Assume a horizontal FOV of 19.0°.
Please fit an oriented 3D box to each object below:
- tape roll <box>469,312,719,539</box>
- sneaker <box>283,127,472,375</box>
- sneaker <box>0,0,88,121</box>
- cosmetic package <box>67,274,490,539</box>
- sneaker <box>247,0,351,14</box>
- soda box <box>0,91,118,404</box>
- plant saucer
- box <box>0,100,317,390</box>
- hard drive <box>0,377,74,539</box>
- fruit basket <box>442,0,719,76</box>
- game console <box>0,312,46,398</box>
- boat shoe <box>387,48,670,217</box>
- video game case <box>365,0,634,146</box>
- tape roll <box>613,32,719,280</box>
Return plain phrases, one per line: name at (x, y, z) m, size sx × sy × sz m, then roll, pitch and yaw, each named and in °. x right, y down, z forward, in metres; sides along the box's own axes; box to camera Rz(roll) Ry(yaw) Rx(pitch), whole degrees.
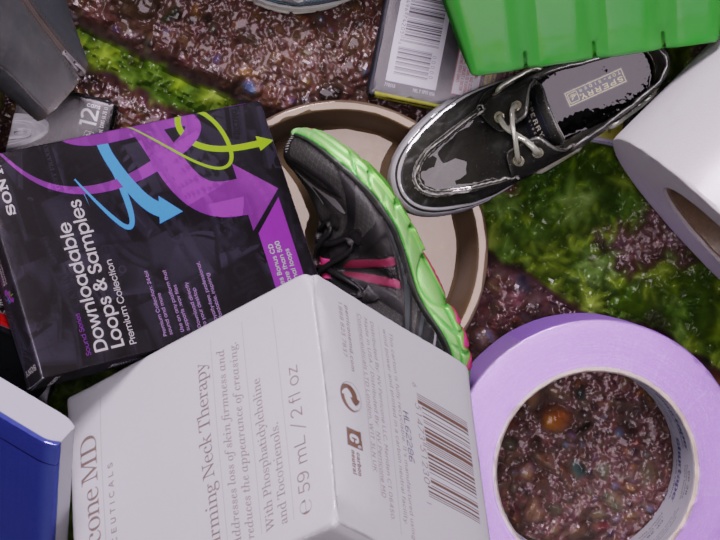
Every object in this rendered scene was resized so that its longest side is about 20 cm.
tape roll at (0.151, 0.130, 1.439) m, size 0.198 × 0.066 × 0.202 m, roll 0°, pitch 94°, yaw -5°
sneaker at (0.000, 0.000, 1.386) m, size 0.083 × 0.077 × 0.201 m, roll -28°, pitch 94°, yaw -7°
sneaker at (-0.213, -0.181, 1.359) m, size 0.075 × 0.201 × 0.106 m, roll -28°, pitch 122°, yaw 35°
cosmetic package at (-0.049, 0.137, 1.304) m, size 0.199 × 0.166 × 0.168 m, roll -27°, pitch 53°, yaw 28°
sneaker at (-0.078, -0.212, 1.391) m, size 0.198 × 0.086 × 0.078 m, roll 8°, pitch 93°, yaw -5°
soda box at (-0.209, -0.018, 1.397) m, size 0.063 × 0.071 × 0.202 m, roll 12°, pitch 92°, yaw -5°
plant saucer at (-0.015, -0.013, 1.436) m, size 0.198 × 0.029 × 0.202 m, roll 0°, pitch 93°, yaw -4°
box at (-0.132, -0.018, 1.339) m, size 0.199 × 0.036 × 0.144 m, roll -15°, pitch 80°, yaw -27°
hard drive at (-0.237, 0.134, 1.322) m, size 0.131 × 0.201 × 0.025 m, roll 28°, pitch 48°, yaw 16°
fruit basket at (0.131, -0.240, 1.360) m, size 0.214 × 0.156 × 0.217 m, roll -1°, pitch 106°, yaw -2°
game console at (-0.303, 0.078, 1.339) m, size 0.176 × 0.031 × 0.200 m, roll 27°, pitch 126°, yaw -27°
boat shoe at (0.108, -0.098, 1.397) m, size 0.199 × 0.064 × 0.071 m, roll -30°, pitch 94°, yaw -3°
video game case at (0.110, -0.197, 1.439) m, size 0.179 × 0.026 × 0.202 m, roll 11°, pitch 91°, yaw -5°
tape roll at (0.278, -0.060, 1.372) m, size 0.139 × 0.203 × 0.203 m, roll -44°, pitch 95°, yaw -2°
